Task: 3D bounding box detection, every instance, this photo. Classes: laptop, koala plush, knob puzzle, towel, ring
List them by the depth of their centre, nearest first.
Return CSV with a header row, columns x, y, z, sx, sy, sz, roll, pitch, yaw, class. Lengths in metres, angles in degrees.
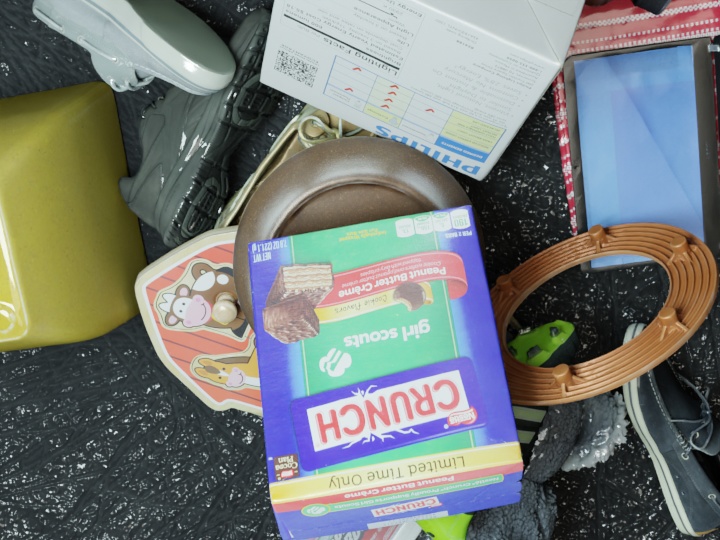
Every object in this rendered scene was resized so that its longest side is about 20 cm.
x,y,z,sx,sy,sz,roll,pitch,yaw,class
0.163,0.023,0.944,0.198,0.201,0.019,-25,118,10,ring
0.263,-0.080,0.971,0.102,0.199,0.180,-19,110,-32,laptop
0.225,-0.129,1.023,0.142,0.023,0.203,-9,106,4,towel
0.113,0.156,1.039,0.176,0.184,0.201,33,92,-6,koala plush
-0.088,0.046,1.042,0.216,0.031,0.222,1,125,1,knob puzzle

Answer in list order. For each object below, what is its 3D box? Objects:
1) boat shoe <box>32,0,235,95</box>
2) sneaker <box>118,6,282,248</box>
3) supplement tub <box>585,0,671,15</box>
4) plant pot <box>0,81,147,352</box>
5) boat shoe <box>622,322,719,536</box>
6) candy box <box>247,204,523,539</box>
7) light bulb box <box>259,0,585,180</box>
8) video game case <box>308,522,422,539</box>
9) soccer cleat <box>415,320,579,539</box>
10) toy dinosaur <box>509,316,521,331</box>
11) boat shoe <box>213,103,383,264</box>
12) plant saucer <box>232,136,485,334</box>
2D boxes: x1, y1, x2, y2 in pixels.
x,y,z,sx,sy,sz,roll,pitch,yaw,class
-0.178,-0.179,0.996,0.200,0.070,0.072,36,119,22,boat shoe
-0.129,-0.123,1.024,0.090,0.076,0.202,31,93,23,sneaker
0.149,-0.265,0.947,0.198,0.107,0.108,27,105,-2,supplement tub
-0.289,-0.024,0.996,0.192,0.200,0.197,-8,104,5,plant pot
0.265,0.128,1.055,0.062,0.075,0.202,-14,111,32,boat shoe
0.013,0.068,0.890,0.166,0.077,0.202,-10,59,2,candy box
0.044,-0.188,0.914,0.196,0.200,0.126,24,71,-2,light bulb box
-0.012,0.196,1.034,0.017,0.200,0.144,27,106,-20,video game case
0.103,0.118,0.957,0.200,0.067,0.082,-45,115,-27,soccer cleat
0.039,0.008,1.065,0.197,0.058,0.102,0,120,8,toy dinosaur
-0.043,-0.078,1.034,0.073,0.063,0.200,40,104,-7,boat shoe
0.000,0.000,0.988,0.197,0.032,0.203,-1,107,-3,plant saucer
